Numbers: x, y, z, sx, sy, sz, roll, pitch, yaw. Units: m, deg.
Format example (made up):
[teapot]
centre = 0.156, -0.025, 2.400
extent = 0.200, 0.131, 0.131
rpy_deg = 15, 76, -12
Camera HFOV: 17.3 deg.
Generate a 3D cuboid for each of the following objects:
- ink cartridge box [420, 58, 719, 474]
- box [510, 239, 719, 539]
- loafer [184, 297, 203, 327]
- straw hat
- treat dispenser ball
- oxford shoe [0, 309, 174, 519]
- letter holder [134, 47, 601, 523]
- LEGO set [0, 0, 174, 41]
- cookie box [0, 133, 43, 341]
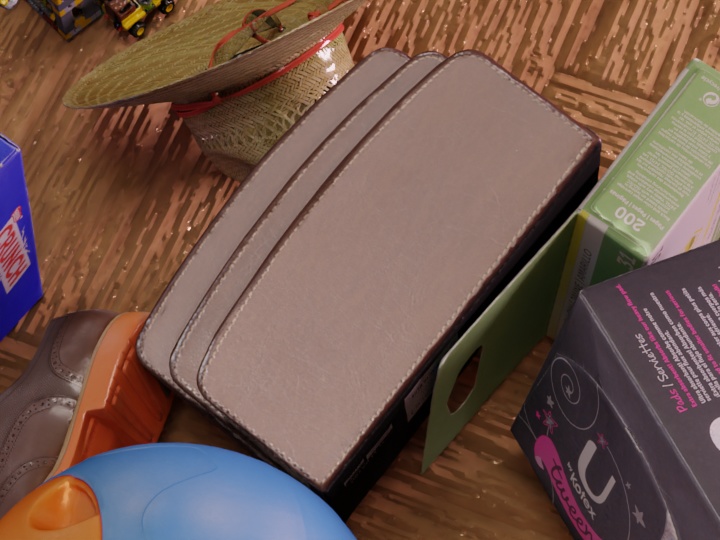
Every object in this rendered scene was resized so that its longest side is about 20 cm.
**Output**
[ink cartridge box]
centre = 0.109, 0.011, 1.119
extent = 0.048, 0.146, 0.200
rpy_deg = 34, 69, 13
[box]
centre = 0.171, 0.105, 1.062
extent = 0.114, 0.132, 0.201
rpy_deg = -17, 63, -23
[loafer]
centre = 0.000, 0.000, 1.178
extent = 0.199, 0.063, 0.072
rpy_deg = -30, 63, -12
[straw hat]
centre = -0.046, -0.090, 1.212
extent = 0.200, 0.201, 0.086
rpy_deg = -28, 106, -12
[treat dispenser ball]
centre = -0.082, 0.175, 1.010
extent = 0.199, 0.201, 0.202
rpy_deg = -1, 61, 2
[oxford shoe]
centre = -0.155, 0.107, 1.137
extent = 0.072, 0.071, 0.201
rpy_deg = 7, 56, 29
[letter holder]
centre = -0.005, -0.011, 1.089
extent = 0.142, 0.101, 0.200
rpy_deg = 37, 81, 12
[LEGO set]
centre = -0.172, -0.229, 1.280
extent = 0.153, 0.116, 0.200
rpy_deg = -33, 65, -14
[cookie box]
centre = -0.243, 0.029, 1.115
extent = 0.075, 0.171, 0.200
rpy_deg = 36, 68, 12
